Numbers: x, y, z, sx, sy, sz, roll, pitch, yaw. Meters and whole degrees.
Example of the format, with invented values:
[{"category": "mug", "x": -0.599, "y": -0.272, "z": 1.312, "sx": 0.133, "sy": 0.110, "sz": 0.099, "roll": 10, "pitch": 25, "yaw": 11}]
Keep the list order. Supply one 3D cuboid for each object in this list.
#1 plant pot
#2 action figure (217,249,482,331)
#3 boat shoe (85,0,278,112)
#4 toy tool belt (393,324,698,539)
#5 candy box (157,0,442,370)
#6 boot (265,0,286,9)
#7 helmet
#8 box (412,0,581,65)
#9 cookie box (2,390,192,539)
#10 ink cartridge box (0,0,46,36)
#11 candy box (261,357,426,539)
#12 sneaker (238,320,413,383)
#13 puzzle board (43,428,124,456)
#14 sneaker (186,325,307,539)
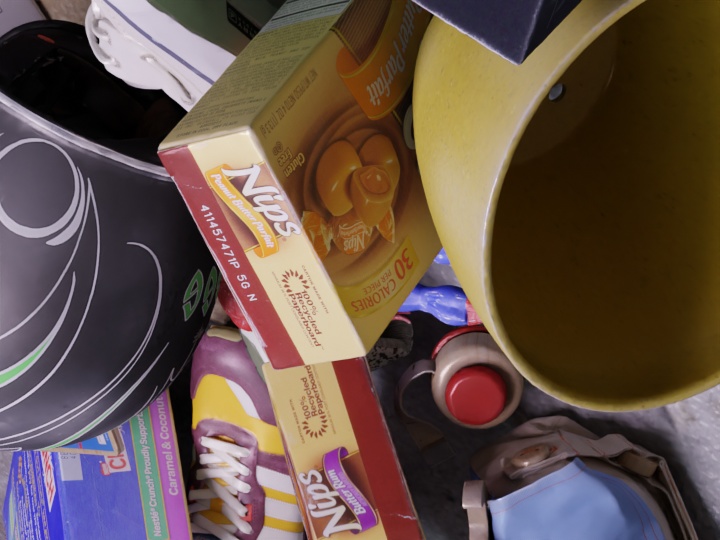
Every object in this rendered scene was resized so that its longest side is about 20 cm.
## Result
[{"category": "plant pot", "x": 0.100, "y": -0.063, "z": 1.149, "sx": 0.142, "sy": 0.199, "sz": 0.201, "roll": 44, "pitch": 152, "yaw": 48}, {"category": "action figure", "x": 0.000, "y": 0.000, "z": 1.339, "sx": 0.198, "sy": 0.052, "sz": 0.066, "roll": 0, "pitch": 111, "yaw": 16}, {"category": "boat shoe", "x": -0.088, "y": -0.108, "z": 1.219, "sx": 0.070, "sy": 0.071, "sz": 0.200, "roll": -26, "pitch": 137, "yaw": 28}, {"category": "toy tool belt", "x": 0.096, "y": 0.131, "z": 1.349, "sx": 0.124, "sy": 0.123, "sz": 0.201, "roll": -27, "pitch": 110, "yaw": 12}, {"category": "candy box", "x": -0.001, "y": -0.062, "z": 1.204, "sx": 0.055, "sy": 0.200, "sz": 0.116, "roll": -10, "pitch": 118, "yaw": 34}, {"category": "boot", "x": -0.063, "y": -0.149, "z": 1.296, "sx": 0.073, "sy": 0.096, "sz": 0.200, "roll": -40, "pitch": 127, "yaw": 22}, {"category": "helmet", "x": -0.167, "y": -0.008, "z": 1.301, "sx": 0.199, "sy": 0.200, "sz": 0.191, "roll": 33, "pitch": 111, "yaw": 14}, {"category": "box", "x": 0.086, "y": -0.214, "z": 1.004, "sx": 0.104, "sy": 0.182, "sz": 0.201, "roll": 32, "pitch": 141, "yaw": 13}, {"category": "cookie box", "x": -0.154, "y": 0.152, "z": 1.571, "sx": 0.075, "sy": 0.172, "sz": 0.201, "roll": 0, "pitch": 142, "yaw": -15}, {"category": "ink cartridge box", "x": -0.238, "y": -0.074, "z": 1.507, "sx": 0.199, "sy": 0.084, "sz": 0.176, "roll": -15, "pitch": 114, "yaw": 48}, {"category": "candy box", "x": -0.002, "y": 0.130, "z": 1.408, "sx": 0.200, "sy": 0.056, "sz": 0.117, "roll": 84, "pitch": 169, "yaw": -64}, {"category": "sneaker", "x": -0.037, "y": -0.022, "z": 1.396, "sx": 0.088, "sy": 0.077, "sz": 0.201, "roll": -18, "pitch": 117, "yaw": 35}, {"category": "puzzle board", "x": -0.210, "y": 0.007, "z": 1.460, "sx": 0.150, "sy": 0.017, "sz": 0.201, "roll": 0, "pitch": 119, "yaw": 37}, {"category": "sneaker", "x": -0.066, "y": 0.126, "z": 1.527, "sx": 0.075, "sy": 0.090, "sz": 0.201, "roll": 14, "pitch": 134, "yaw": 33}]
